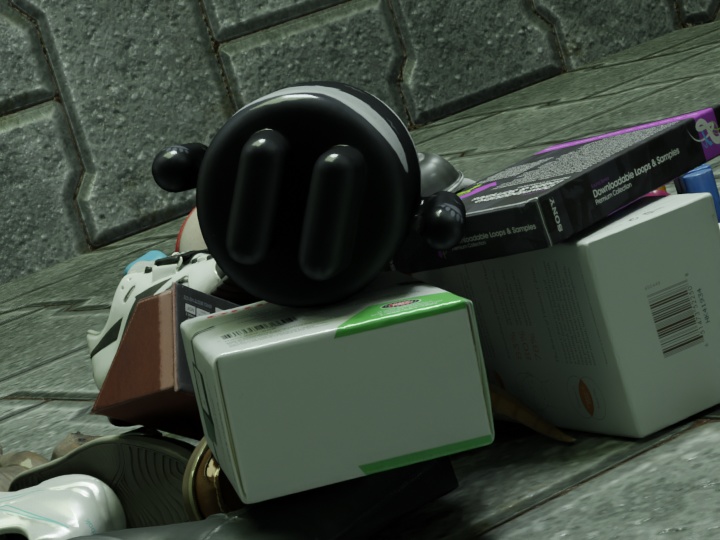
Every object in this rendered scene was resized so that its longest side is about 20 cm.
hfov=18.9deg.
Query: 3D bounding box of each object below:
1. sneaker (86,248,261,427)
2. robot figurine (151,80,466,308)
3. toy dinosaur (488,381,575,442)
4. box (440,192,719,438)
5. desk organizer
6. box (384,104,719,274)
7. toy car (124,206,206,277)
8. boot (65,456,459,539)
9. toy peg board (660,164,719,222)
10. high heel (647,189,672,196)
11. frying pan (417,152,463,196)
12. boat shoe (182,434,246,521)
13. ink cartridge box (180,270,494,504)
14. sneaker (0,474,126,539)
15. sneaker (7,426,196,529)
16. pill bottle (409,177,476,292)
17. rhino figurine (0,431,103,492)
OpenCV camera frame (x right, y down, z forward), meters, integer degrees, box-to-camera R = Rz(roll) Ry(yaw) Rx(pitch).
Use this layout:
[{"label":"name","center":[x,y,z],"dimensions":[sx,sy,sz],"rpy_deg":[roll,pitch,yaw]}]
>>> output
[{"label":"sneaker","center":[-0.122,0.014,1.492],"dimensions":[0.200,0.089,0.074],"rpy_deg":[-41,-28,23]},{"label":"robot figurine","center":[-0.028,-0.044,1.253],"dimensions":[0.125,0.151,0.200],"rpy_deg":[-40,3,10]},{"label":"toy dinosaur","center":[0.047,0.070,1.393],"dimensions":[0.198,0.061,0.107],"rpy_deg":[11,43,9]},{"label":"box","center":[0.146,0.027,1.375],"dimensions":[0.097,0.125,0.200],"rpy_deg":[-21,9,-24]},{"label":"desk organizer","center":[-0.086,0.073,1.443],"dimensions":[0.077,0.072,0.199],"rpy_deg":[-16,-23,33]},{"label":"box","center":[0.122,-0.050,1.366],"dimensions":[0.142,0.036,0.199],"rpy_deg":[-11,10,47]},{"label":"toy car","center":[-0.094,0.029,1.804],"dimensions":[0.184,0.178,0.200],"rpy_deg":[-32,0,-18]},{"label":"boot","center":[-0.061,0.144,1.231],"dimensions":[0.164,0.066,0.200],"rpy_deg":[-2,19,36]},{"label":"toy peg board","center":[0.225,-0.057,1.849],"dimensions":[0.198,0.099,0.200],"rpy_deg":[-17,6,5]},{"label":"high heel","center":[0.243,-0.030,1.649],"dimensions":[0.067,0.097,0.200],"rpy_deg":[-17,8,6]},{"label":"frying pan","center":[0.027,-0.063,1.443],"dimensions":[0.114,0.031,0.190],"rpy_deg":[-12,16,29]},{"label":"boat shoe","center":[-0.030,0.110,1.377],"dimensions":[0.068,0.072,0.200],"rpy_deg":[-12,10,40]},{"label":"ink cartridge box","center":[-0.018,0.061,1.239],"dimensions":[0.145,0.085,0.200],"rpy_deg":[-13,6,-8]},{"label":"sneaker","center":[-0.254,0.178,1.418],"dimensions":[0.199,0.071,0.080],"rpy_deg":[-13,12,28]},{"label":"sneaker","center":[-0.143,0.133,1.462],"dimensions":[0.199,0.075,0.106],"rpy_deg":[-11,10,45]},{"label":"pill bottle","center":[0.000,0.000,1.534],"dimensions":[0.199,0.115,0.114],"rpy_deg":[-6,14,39]},{"label":"rhino figurine","center":[-0.246,0.159,1.555],"dimensions":[0.199,0.060,0.087],"rpy_deg":[-23,27,-40]}]
